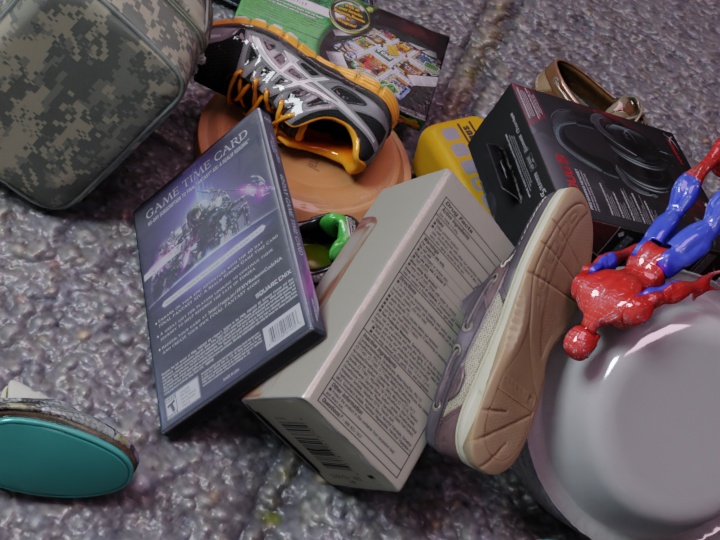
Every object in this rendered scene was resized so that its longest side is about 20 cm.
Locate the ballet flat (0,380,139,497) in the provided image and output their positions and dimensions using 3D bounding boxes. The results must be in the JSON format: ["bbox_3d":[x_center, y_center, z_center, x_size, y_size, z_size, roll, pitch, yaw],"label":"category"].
[{"bbox_3d":[-0.237,0.096,0.621,0.197,0.072,0.073,6,49,-20],"label":"ballet flat"}]

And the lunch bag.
[{"bbox_3d":[-0.206,-0.173,0.764,0.139,0.199,0.169,37,35,-26],"label":"lunch bag"}]

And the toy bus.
[{"bbox_3d":[0.123,-0.042,0.879,0.077,0.065,0.202,-14,58,-22],"label":"toy bus"}]

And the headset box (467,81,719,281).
[{"bbox_3d":[0.185,-0.060,0.815,0.197,0.078,0.150,12,44,-27],"label":"headset box"}]

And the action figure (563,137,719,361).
[{"bbox_3d":[0.201,-0.010,0.667,0.199,0.052,0.065,-39,46,-22],"label":"action figure"}]

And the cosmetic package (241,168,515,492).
[{"bbox_3d":[0.020,0.040,0.701,0.103,0.087,0.201,47,60,-21],"label":"cosmetic package"}]

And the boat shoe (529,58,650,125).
[{"bbox_3d":[0.255,-0.139,1.015,0.199,0.072,0.076,37,48,10],"label":"boat shoe"}]

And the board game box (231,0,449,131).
[{"bbox_3d":[-0.020,-0.211,0.936,0.197,0.023,0.106,21,65,-6],"label":"board game box"}]

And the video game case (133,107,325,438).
[{"bbox_3d":[-0.101,-0.002,0.716,0.019,0.142,0.202,30,34,-44],"label":"video game case"}]

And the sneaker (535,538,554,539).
[{"bbox_3d":[0.098,0.247,0.620,0.077,0.080,0.200,32,46,7],"label":"sneaker"}]

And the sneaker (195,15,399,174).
[{"bbox_3d":[-0.064,-0.147,0.849,0.197,0.079,0.078,20,56,-4],"label":"sneaker"}]

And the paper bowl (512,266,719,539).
[{"bbox_3d":[0.205,0.098,0.707,0.197,0.104,0.204,0,91,-10],"label":"paper bowl"}]

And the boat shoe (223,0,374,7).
[{"bbox_3d":[-0.078,-0.266,0.987,0.197,0.071,0.092,9,51,-14],"label":"boat shoe"}]

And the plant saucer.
[{"bbox_3d":[-0.047,-0.106,0.892,0.197,0.032,0.202,11,49,-13],"label":"plant saucer"}]

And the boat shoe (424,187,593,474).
[{"bbox_3d":[0.096,0.033,0.663,0.072,0.064,0.202,39,67,-42],"label":"boat shoe"}]

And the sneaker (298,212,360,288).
[{"bbox_3d":[0.000,0.000,0.785,0.197,0.086,0.079,0,51,-23],"label":"sneaker"}]
